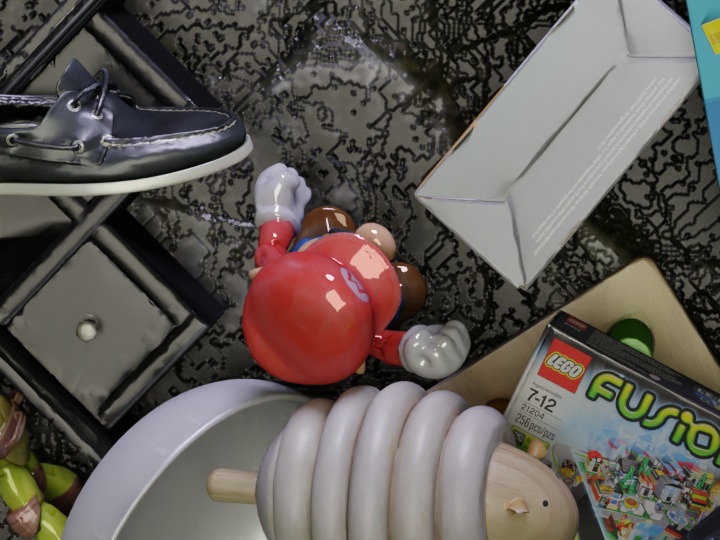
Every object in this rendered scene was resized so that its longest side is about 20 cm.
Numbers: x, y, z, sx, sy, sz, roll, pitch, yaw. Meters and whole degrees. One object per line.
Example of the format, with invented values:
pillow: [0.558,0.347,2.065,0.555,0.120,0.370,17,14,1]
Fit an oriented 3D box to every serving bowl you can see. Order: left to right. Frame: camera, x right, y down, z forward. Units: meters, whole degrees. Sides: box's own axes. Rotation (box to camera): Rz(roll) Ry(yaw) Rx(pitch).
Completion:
serving bowl: [-0.097,0.141,1.655,0.066,0.200,0.201,33,99,33]

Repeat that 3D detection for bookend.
bookend: [-0.137,-0.029,1.673,0.199,0.092,0.200,-44,92,8]

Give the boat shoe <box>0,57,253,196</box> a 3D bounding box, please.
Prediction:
boat shoe: [-0.157,-0.078,1.585,0.198,0.075,0.067,-3,108,12]

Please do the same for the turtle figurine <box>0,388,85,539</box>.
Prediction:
turtle figurine: [-0.208,0.093,1.674,0.064,0.200,0.161,-39,119,2]

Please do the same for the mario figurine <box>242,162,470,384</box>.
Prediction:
mario figurine: [0.000,0.000,1.609,0.122,0.200,0.107,2,97,4]

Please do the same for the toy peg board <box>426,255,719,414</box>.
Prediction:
toy peg board: [0.128,0.131,1.664,0.198,0.098,0.201,-32,92,7]

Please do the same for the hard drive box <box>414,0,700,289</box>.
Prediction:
hard drive box: [0.111,-0.081,1.591,0.077,0.200,0.156,40,97,0]

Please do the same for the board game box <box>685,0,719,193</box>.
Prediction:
board game box: [0.219,-0.064,1.505,0.047,0.151,0.202,-9,95,25]

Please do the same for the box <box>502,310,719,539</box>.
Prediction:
box: [0.166,0.116,1.592,0.199,0.035,0.111,27,108,9]

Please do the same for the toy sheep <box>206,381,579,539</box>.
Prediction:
toy sheep: [0.015,0.122,1.557,0.198,0.138,0.139,0,96,14]

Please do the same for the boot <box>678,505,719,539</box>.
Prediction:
boot: [0.151,0.186,1.500,0.073,0.162,0.198,46,105,4]

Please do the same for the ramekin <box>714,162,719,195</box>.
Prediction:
ramekin: [0.289,-0.068,1.628,0.198,0.098,0.202,1,96,5]
